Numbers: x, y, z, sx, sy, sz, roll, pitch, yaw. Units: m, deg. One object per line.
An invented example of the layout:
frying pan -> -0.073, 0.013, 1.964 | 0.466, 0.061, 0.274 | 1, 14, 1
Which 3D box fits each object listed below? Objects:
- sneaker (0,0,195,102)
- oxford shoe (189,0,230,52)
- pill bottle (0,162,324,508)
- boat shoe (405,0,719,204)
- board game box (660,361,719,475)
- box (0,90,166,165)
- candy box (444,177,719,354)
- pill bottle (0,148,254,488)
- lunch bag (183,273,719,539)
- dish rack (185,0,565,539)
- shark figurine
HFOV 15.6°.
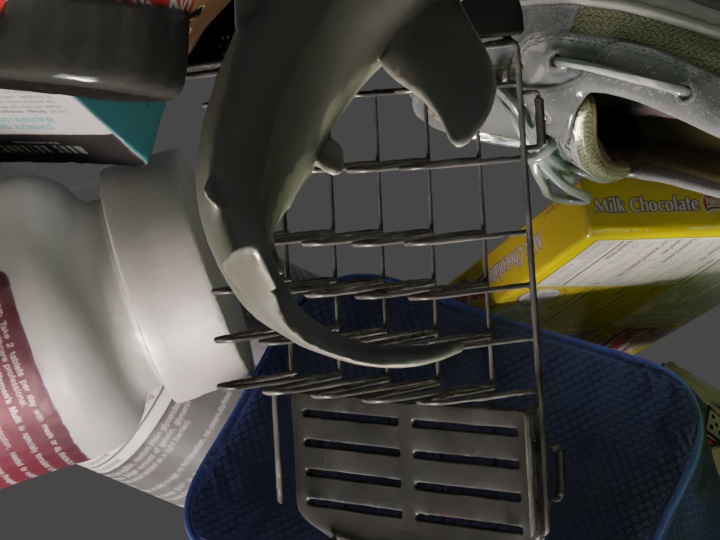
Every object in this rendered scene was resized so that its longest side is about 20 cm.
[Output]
sneaker -> -0.123, -0.107, 0.711 | 0.201, 0.108, 0.067 | 8, 180, 35
oxford shoe -> -0.053, -0.100, 0.793 | 0.073, 0.085, 0.200 | 27, 154, -16
pill bottle -> -0.091, 0.031, 1.108 | 0.200, 0.116, 0.116 | 25, 157, -21
boat shoe -> 0.100, -0.047, 0.835 | 0.202, 0.065, 0.074 | 10, 158, 26
board game box -> 0.161, 0.094, 1.090 | 0.126, 0.035, 0.200 | 32, 173, 5
box -> -0.150, -0.104, 0.901 | 0.082, 0.049, 0.200 | 2, 155, 31
candy box -> 0.091, 0.004, 0.984 | 0.102, 0.026, 0.200 | -4, 166, -20
pill bottle -> -0.148, 0.029, 0.979 | 0.200, 0.110, 0.110 | -18, 154, 2
lunch bag -> 0.036, 0.101, 0.978 | 0.200, 0.136, 0.132 | 19, 155, 27
dish rack -> 0.000, 0.000, 0.854 | 0.054, 0.200, 0.153 | -6, -176, -36
shark figurine -> -0.020, -0.061, 0.702 | 0.128, 0.215, 0.090 | -4, 133, 33
